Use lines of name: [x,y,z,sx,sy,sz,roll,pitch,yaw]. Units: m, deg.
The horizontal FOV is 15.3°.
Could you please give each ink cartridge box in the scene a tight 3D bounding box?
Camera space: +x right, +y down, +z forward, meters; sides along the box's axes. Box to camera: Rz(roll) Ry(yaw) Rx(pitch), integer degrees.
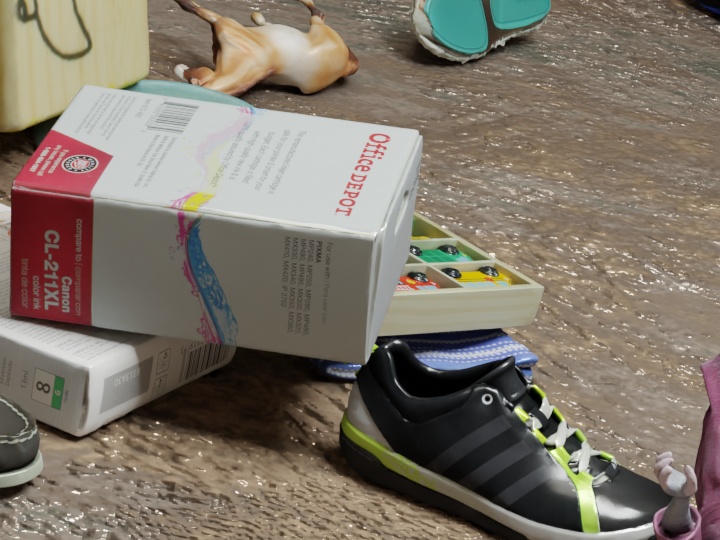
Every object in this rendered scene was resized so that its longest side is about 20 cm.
ink cartridge box: [-0.191,0.021,1.504,0.200,0.050,0.161,18,22,24]
ink cartridge box: [-0.076,-0.027,1.463,0.200,0.083,0.146,8,26,8]

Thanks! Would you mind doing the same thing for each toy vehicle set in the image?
toy vehicle set: [0.000,0.000,1.598,0.200,0.027,0.124,-3,26,-47]

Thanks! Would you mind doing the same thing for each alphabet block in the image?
alphabet block: [-0.270,-0.214,1.795,0.196,0.200,0.195,6,18,24]

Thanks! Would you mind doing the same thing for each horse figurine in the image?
horse figurine: [-0.070,-0.172,2.048,0.200,0.050,0.133,3,34,-39]

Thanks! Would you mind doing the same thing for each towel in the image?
towel: [0.007,0.017,1.651,0.145,0.024,0.200,1,23,-25]

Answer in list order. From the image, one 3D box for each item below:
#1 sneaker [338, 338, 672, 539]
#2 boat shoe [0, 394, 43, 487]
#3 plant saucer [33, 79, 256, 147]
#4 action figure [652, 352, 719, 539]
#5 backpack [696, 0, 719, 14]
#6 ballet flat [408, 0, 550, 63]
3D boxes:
sneaker: [0.079,0.090,1.416,0.200,0.083,0.072,17,22,13]
boat shoe: [-0.249,0.053,1.361,0.201,0.061,0.072,19,22,18]
plant saucer: [-0.123,-0.095,1.844,0.201,0.039,0.201,11,21,-4]
action figure: [0.189,0.134,1.352,0.134,0.149,0.200,27,46,-4]
backpack: [0.405,-0.293,2.493,0.168,0.163,0.200,11,6,-30]
ballet flat: [0.087,-0.209,2.244,0.072,0.072,0.200,24,22,29]
